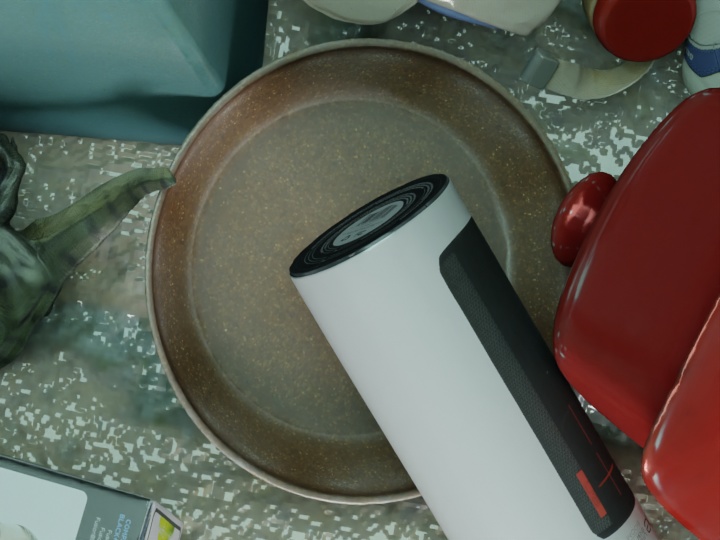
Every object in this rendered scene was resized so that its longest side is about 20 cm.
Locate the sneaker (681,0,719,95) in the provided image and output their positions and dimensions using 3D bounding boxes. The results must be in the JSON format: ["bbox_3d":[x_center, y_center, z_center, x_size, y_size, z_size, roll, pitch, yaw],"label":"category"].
[{"bbox_3d":[0.239,-0.086,1.297,0.199,0.075,0.089,18,106,3],"label":"sneaker"}]

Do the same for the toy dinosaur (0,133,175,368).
[{"bbox_3d":[-0.156,-0.012,1.290,0.200,0.047,0.088,-45,70,31],"label":"toy dinosaur"}]

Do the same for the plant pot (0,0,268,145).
[{"bbox_3d":[-0.117,-0.142,1.250,0.140,0.200,0.142,5,83,4],"label":"plant pot"}]

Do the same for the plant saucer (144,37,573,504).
[{"bbox_3d":[0.000,0.000,1.281,0.199,0.037,0.202,-1,93,-16],"label":"plant saucer"}]

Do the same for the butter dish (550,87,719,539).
[{"bbox_3d":[0.147,0.003,1.242,0.147,0.200,0.200,26,84,29],"label":"butter dish"}]

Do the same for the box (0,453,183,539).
[{"bbox_3d":[-0.182,0.105,1.264,0.199,0.117,0.061,16,81,7],"label":"box"}]

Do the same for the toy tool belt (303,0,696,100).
[{"bbox_3d":[0.048,-0.166,1.279,0.199,0.123,0.125,17,122,-25],"label":"toy tool belt"}]

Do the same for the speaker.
[{"bbox_3d":[0.052,0.065,1.241,0.081,0.081,0.201,-31,101,-1],"label":"speaker"}]
